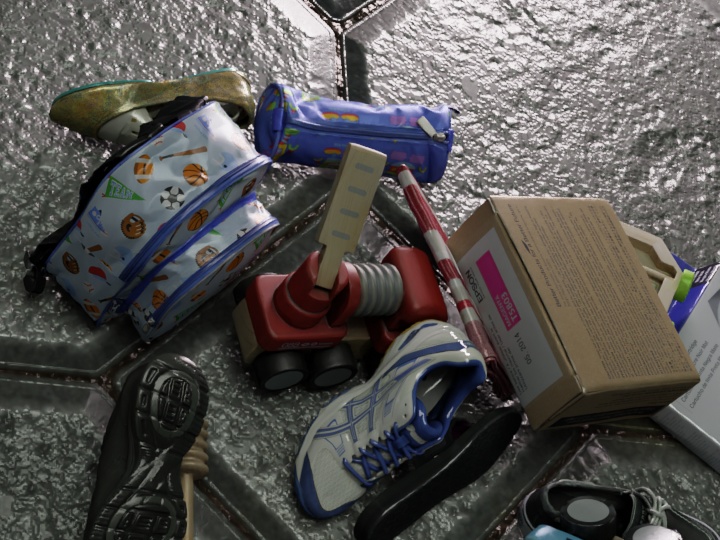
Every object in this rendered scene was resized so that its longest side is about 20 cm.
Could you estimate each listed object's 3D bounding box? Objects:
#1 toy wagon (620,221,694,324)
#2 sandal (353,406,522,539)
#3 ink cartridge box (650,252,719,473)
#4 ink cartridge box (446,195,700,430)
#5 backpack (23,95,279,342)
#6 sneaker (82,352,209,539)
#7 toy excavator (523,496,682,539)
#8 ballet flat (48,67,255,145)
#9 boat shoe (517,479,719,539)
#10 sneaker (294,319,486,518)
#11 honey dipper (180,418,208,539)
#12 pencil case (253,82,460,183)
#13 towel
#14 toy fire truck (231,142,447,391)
[{"bbox_3d":[0.231,0.030,1.399,0.155,0.040,0.200,23,53,11],"label":"toy wagon"},{"bbox_3d":[0.064,0.165,1.245,0.200,0.076,0.048,-29,56,-34],"label":"sandal"},{"bbox_3d":[0.348,0.085,1.427,0.200,0.041,0.200,37,54,3],"label":"ink cartridge box"},{"bbox_3d":[0.188,0.035,1.276,0.164,0.075,0.201,-1,58,-39],"label":"ink cartridge box"},{"bbox_3d":[-0.161,-0.046,1.206,0.154,0.191,0.200,39,53,4],"label":"backpack"},{"bbox_3d":[-0.178,0.166,1.144,0.076,0.091,0.201,24,74,-26],"label":"sneaker"},{"bbox_3d":[0.143,0.271,1.170,0.194,0.100,0.200,17,30,37],"label":"toy excavator"},{"bbox_3d":[-0.186,-0.145,1.335,0.199,0.071,0.071,-12,65,-30],"label":"ballet flat"},{"bbox_3d":[0.242,0.226,1.279,0.198,0.068,0.074,19,55,-10],"label":"boat shoe"},{"bbox_3d":[0.023,0.128,1.191,0.075,0.088,0.200,39,87,-28],"label":"sneaker"},{"bbox_3d":[-0.139,0.214,1.151,0.038,0.038,0.201,6,60,-19],"label":"honey dipper"},{"bbox_3d":[-0.002,-0.132,1.390,0.199,0.087,0.078,5,83,-19],"label":"pencil case"},{"bbox_3d":[0.086,0.013,1.311,0.023,0.144,0.201,-25,67,5],"label":"towel"},{"bbox_3d":[0.000,0.000,1.228,0.175,0.200,0.129,0,60,-32],"label":"toy fire truck"}]
